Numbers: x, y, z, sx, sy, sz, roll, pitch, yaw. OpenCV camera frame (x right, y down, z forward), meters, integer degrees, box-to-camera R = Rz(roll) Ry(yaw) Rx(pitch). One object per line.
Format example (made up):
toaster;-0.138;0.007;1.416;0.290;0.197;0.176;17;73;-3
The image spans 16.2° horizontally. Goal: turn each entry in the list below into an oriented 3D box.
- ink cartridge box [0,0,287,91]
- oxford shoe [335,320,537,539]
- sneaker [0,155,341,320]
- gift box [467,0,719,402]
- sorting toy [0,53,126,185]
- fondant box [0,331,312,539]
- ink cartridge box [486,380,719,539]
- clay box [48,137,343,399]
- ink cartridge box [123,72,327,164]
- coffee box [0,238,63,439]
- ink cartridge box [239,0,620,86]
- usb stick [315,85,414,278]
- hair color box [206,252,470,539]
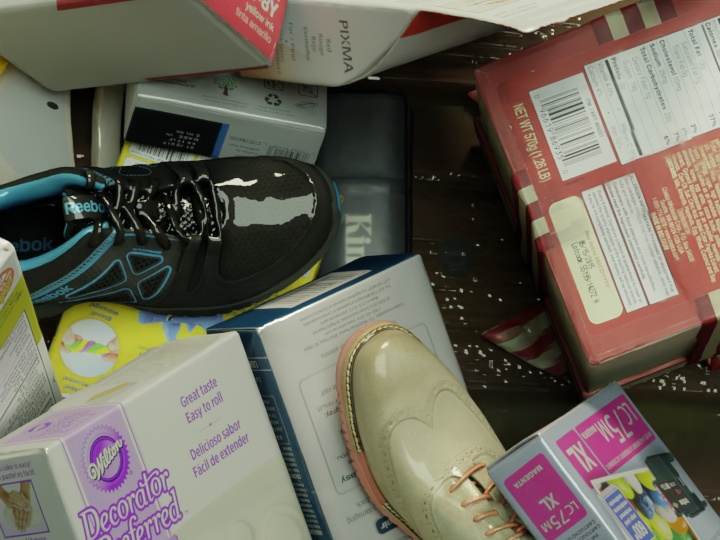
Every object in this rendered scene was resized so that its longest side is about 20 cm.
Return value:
ink cartridge box;-0.098;-0.198;1.224;0.083;0.145;0.200;36;59;-47
oxford shoe;0.058;0.110;1.183;0.071;0.074;0.200;-39;107;-25
sneaker;-0.107;-0.016;1.203;0.200;0.082;0.073;-12;74;-3
gift box;0.143;-0.042;1.283;0.200;0.187;0.185;-17;80;3
sorting toy;-0.197;-0.109;1.278;0.180;0.107;0.200;18;70;-28
fondant box;-0.084;0.147;1.153;0.144;0.058;0.200;-32;105;-50
ink cartridge box;0.150;0.151;1.181;0.042;0.119;0.200;-37;84;25
clay box;-0.094;0.040;1.261;0.115;0.048;0.200;19;78;-1
ink cartridge box;-0.068;-0.140;1.309;0.099;0.039;0.200;10;48;-11
coffee box;-0.274;0.068;1.122;0.199;0.198;0.200;25;69;12
ink cartridge box;0.062;-0.123;1.216;0.162;0.200;0.050;-21;115;-40
usb stick;0.000;0.000;1.312;0.055;0.033;0.200;2;75;-7
hair color box;0.009;0.102;1.233;0.100;0.060;0.200;-24;100;-28
